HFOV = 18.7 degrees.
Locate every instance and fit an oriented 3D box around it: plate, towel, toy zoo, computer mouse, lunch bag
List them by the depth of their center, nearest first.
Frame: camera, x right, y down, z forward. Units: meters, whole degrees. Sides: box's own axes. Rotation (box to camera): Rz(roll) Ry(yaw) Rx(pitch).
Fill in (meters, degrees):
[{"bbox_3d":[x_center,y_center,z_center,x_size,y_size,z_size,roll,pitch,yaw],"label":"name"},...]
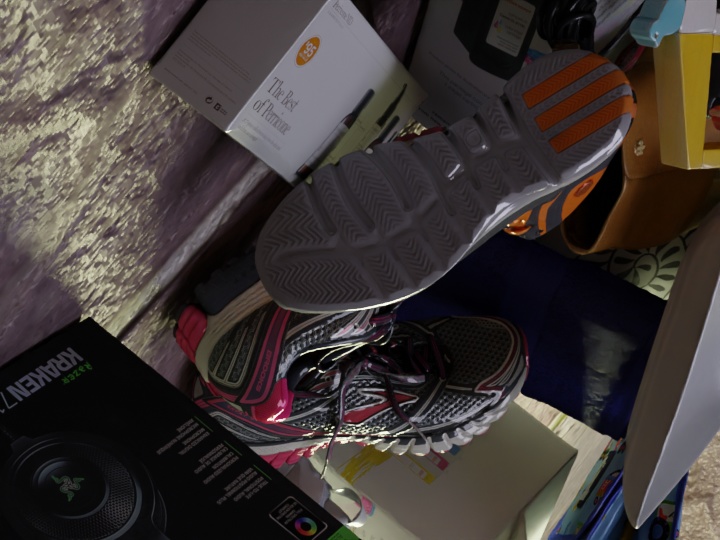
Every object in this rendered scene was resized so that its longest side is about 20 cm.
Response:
[{"bbox_3d":[0.207,-0.117,1.062,0.200,0.020,0.132,-6,104,-35],"label":"toy zoo"},{"bbox_3d":[0.158,-0.172,1.080,0.200,0.044,0.110,-48,159,3],"label":"computer mouse"},{"bbox_3d":[0.204,0.024,1.247,0.200,0.032,0.200,-36,146,-57],"label":"plate"},{"bbox_3d":[0.091,0.015,1.314,0.050,0.200,0.148,-58,170,-30],"label":"towel"},{"bbox_3d":[0.163,0.174,1.377,0.151,0.094,0.200,91,20,-81],"label":"lunch bag"}]

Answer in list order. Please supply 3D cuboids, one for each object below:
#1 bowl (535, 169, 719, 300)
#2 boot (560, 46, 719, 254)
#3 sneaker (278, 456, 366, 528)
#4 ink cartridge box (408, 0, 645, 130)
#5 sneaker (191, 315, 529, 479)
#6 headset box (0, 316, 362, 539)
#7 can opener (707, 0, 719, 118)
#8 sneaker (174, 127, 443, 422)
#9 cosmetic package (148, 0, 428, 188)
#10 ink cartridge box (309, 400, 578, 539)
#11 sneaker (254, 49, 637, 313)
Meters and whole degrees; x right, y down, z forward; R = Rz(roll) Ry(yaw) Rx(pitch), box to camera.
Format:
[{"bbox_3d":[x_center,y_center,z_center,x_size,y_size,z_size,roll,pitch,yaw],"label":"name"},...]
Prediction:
[{"bbox_3d":[0.130,-0.064,1.333,0.094,0.201,0.201,1,129,-39],"label":"bowl"},{"bbox_3d":[0.172,-0.107,1.186,0.144,0.071,0.202,-8,113,-54],"label":"boot"},{"bbox_3d":[-0.091,0.176,1.289,0.200,0.115,0.075,-48,163,-14],"label":"sneaker"},{"bbox_3d":[0.112,-0.168,1.179,0.146,0.083,0.200,-41,160,-35],"label":"ink cartridge box"},{"bbox_3d":[0.003,0.064,1.252,0.199,0.081,0.075,-13,146,-12],"label":"sneaker"},{"bbox_3d":[-0.118,0.146,0.998,0.174,0.200,0.093,-35,157,-45],"label":"headset box"},{"bbox_3d":[0.221,-0.159,1.158,0.200,0.078,0.063,-65,-178,-31],"label":"can opener"},{"bbox_3d":[0.000,0.000,1.159,0.200,0.075,0.081,-39,162,-5],"label":"sneaker"},{"bbox_3d":[-0.027,-0.087,1.026,0.083,0.051,0.200,-54,164,1],"label":"cosmetic package"},{"bbox_3d":[0.036,0.141,1.412,0.125,0.200,0.129,-43,162,-30],"label":"ink cartridge box"},{"bbox_3d":[0.049,-0.030,1.067,0.200,0.078,0.112,-26,167,4],"label":"sneaker"}]
